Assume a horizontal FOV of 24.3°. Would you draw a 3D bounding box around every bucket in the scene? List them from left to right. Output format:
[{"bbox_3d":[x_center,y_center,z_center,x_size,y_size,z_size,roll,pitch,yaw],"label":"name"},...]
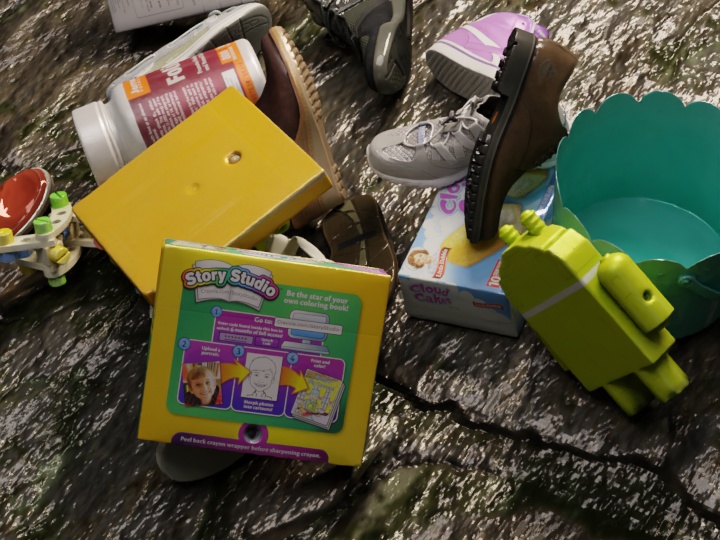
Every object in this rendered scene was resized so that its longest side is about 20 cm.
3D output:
[{"bbox_3d":[0.265,-0.045,1.503,0.207,0.135,0.207,0,52,0],"label":"bucket"}]

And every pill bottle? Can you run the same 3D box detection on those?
[{"bbox_3d":[-0.192,-0.158,1.751,0.200,0.114,0.114,-21,49,-4],"label":"pill bottle"}]

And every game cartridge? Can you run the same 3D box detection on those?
[{"bbox_3d":[-0.150,-0.067,1.561,0.200,0.032,0.176,-39,48,-7],"label":"game cartridge"}]

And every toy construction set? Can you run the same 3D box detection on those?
[{"bbox_3d":[-0.253,-0.025,1.672,0.200,0.092,0.131,17,32,18],"label":"toy construction set"}]

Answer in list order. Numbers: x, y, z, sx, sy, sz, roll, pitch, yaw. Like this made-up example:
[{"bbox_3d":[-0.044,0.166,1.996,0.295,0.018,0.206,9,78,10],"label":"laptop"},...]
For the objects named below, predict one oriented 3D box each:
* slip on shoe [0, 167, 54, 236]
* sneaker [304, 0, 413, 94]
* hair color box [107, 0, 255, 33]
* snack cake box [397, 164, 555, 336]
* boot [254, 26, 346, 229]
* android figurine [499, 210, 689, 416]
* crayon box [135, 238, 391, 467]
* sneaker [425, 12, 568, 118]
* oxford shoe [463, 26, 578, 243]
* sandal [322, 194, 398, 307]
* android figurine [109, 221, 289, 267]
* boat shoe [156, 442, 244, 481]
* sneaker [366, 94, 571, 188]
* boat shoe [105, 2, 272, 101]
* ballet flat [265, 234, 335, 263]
[{"bbox_3d":[-0.409,-0.049,1.754,0.200,0.061,0.074,-35,49,-16],"label":"slip on shoe"},{"bbox_3d":[-0.003,-0.256,1.812,0.114,0.076,0.199,-8,46,10],"label":"sneaker"},{"bbox_3d":[-0.191,-0.340,1.889,0.200,0.099,0.061,-10,13,17],"label":"hair color box"},{"bbox_3d":[0.127,-0.041,1.601,0.115,0.067,0.200,11,55,22],"label":"snack cake box"},{"bbox_3d":[-0.118,-0.130,1.677,0.166,0.072,0.200,-16,91,9],"label":"boot"},{"bbox_3d":[0.193,0.034,1.434,0.041,0.182,0.200,-40,88,-24],"label":"android figurine"},{"bbox_3d":[-0.086,0.072,1.463,0.200,0.058,0.173,8,94,-7],"label":"crayon box"},{"bbox_3d":[0.170,-0.210,1.731,0.114,0.073,0.200,-34,51,-18],"label":"sneaker"},{"bbox_3d":[0.147,-0.112,1.516,0.084,0.200,0.073,17,17,-7],"label":"oxford shoe"},{"bbox_3d":[0.000,0.000,1.615,0.082,0.055,0.200,-21,33,8],"label":"sandal"},{"bbox_3d":[-0.150,-0.053,1.595,0.182,0.041,0.200,-12,47,16],"label":"android figurine"},{"bbox_3d":[-0.115,0.113,1.546,0.201,0.070,0.072,-44,29,-14],"label":"boat shoe"},{"bbox_3d":[0.101,-0.136,1.590,0.200,0.082,0.075,-10,48,8],"label":"sneaker"},{"bbox_3d":[-0.188,-0.235,1.845,0.202,0.074,0.065,-40,56,-10],"label":"boat shoe"},{"bbox_3d":[-0.075,-0.004,1.582,0.069,0.069,0.200,-38,27,-17],"label":"ballet flat"}]
